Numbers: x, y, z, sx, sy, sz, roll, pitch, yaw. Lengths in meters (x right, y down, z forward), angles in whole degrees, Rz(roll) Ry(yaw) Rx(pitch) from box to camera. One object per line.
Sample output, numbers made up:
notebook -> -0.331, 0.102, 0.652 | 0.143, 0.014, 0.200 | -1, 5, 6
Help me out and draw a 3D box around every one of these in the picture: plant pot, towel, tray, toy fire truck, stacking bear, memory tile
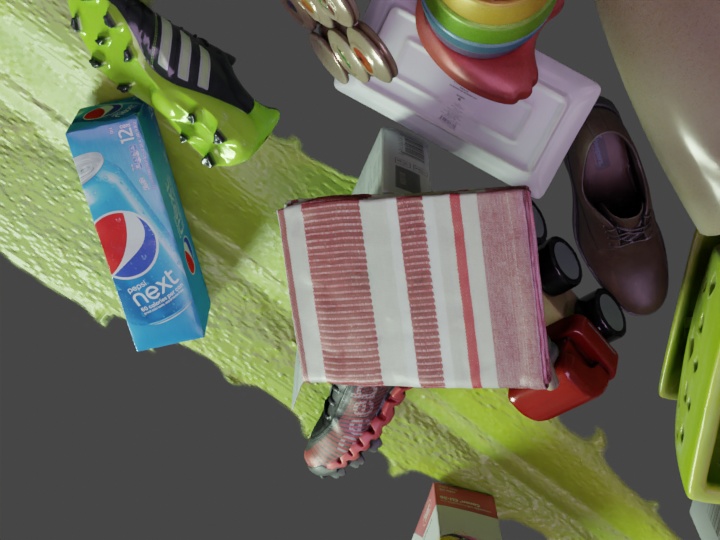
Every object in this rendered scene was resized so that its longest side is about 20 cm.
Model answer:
plant pot -> 0.276, -0.165, 0.974 | 0.187, 0.187, 0.201 | -38, 96, 15
towel -> 0.037, 0.015, 0.922 | 0.198, 0.023, 0.146 | -1, 103, 27
tray -> 0.083, -0.147, 1.025 | 0.198, 0.022, 0.108 | 29, 112, 2
toy fire truck -> 0.137, 0.056, 1.026 | 0.128, 0.201, 0.176 | -30, 113, 35
stacking bear -> 0.099, -0.220, 0.908 | 0.112, 0.200, 0.123 | 20, 77, 3
memory tile -> -0.049, -0.222, 0.947 | 0.017, 0.153, 0.201 | -39, 109, -7
plant pot -> 0.362, 0.069, 1.063 | 0.196, 0.182, 0.202 | 5, 114, -4

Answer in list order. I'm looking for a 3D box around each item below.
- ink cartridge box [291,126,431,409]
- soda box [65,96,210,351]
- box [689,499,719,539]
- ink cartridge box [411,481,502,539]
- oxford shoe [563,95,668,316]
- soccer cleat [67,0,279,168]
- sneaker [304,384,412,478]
ink cartridge box -> 0.000, 0.000, 1.038 | 0.047, 0.160, 0.202 | 20, 113, -8
soda box -> -0.183, -0.039, 1.067 | 0.063, 0.068, 0.202 | -12, 114, 4
box -> 0.422, 0.228, 1.150 | 0.197, 0.153, 0.108 | 6, 113, -4
ink cartridge box -> 0.084, 0.300, 1.149 | 0.067, 0.200, 0.118 | 15, 113, -8
oxford shoe -> 0.215, -0.039, 1.067 | 0.072, 0.085, 0.202 | -22, 114, 7
soccer cleat -> -0.151, -0.166, 1.018 | 0.200, 0.081, 0.068 | 45, 137, 2
sneaker -> 0.001, 0.095, 1.129 | 0.097, 0.071, 0.201 | 34, 107, -15
